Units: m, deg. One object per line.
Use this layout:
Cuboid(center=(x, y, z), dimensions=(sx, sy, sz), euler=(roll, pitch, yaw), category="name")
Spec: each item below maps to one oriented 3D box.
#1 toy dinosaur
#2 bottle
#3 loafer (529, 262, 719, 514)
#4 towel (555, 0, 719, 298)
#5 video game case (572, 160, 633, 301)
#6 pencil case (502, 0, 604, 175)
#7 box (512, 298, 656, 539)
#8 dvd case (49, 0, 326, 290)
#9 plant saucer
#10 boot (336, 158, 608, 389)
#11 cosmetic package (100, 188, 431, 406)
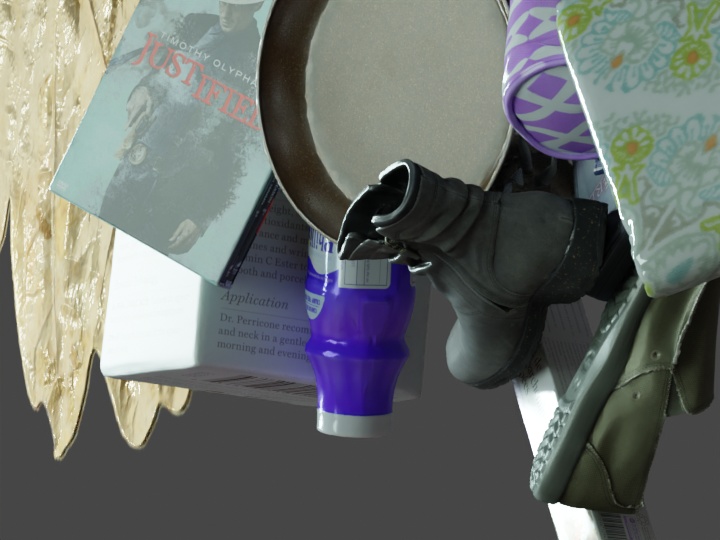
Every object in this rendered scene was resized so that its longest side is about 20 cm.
Cuboid(center=(0.086, -0.041, 1.804), dimensions=(0.103, 0.077, 0.200), euler=(-58, 15, 9), category="toy dinosaur")
Cuboid(center=(0.000, 0.000, 1.848), dimensions=(0.084, 0.065, 0.201), euler=(-152, 63, -74), category="bottle")
Cuboid(center=(0.161, 0.044, 1.624), dimensions=(0.201, 0.069, 0.075), euler=(-63, 4, 10), category="loafer")
Cuboid(center=(0.196, -0.093, 1.499), dimensions=(0.170, 0.048, 0.201), euler=(-25, 50, 12), category="towel")
Cuboid(center=(0.156, -0.098, 1.665), dimensions=(0.201, 0.019, 0.143), euler=(-88, 22, -51), category="video game case")
Cuboid(center=(0.125, -0.155, 1.654), dimensions=(0.085, 0.084, 0.201), euler=(-21, 45, 30), category="pencil case")
Cuboid(center=(0.121, 0.092, 1.704), dimensions=(0.039, 0.041, 0.201), euler=(-57, 35, 40), category="box")
Cuboid(center=(-0.094, -0.108, 1.859), dimensions=(0.146, 0.022, 0.201), euler=(29, 94, 28), category="dvd case")
Cuboid(center=(0.022, -0.109, 1.751), dimensions=(0.199, 0.032, 0.202), euler=(2, 93, 40), category="plant saucer")
Cuboid(center=(0.046, -0.004, 1.668), dimensions=(0.200, 0.131, 0.070), euler=(122, 158, -58), category="boot")
Cuboid(center=(-0.057, -0.022, 1.962), dimensions=(0.165, 0.164, 0.201), euler=(-10, 72, 63), category="cosmetic package")
